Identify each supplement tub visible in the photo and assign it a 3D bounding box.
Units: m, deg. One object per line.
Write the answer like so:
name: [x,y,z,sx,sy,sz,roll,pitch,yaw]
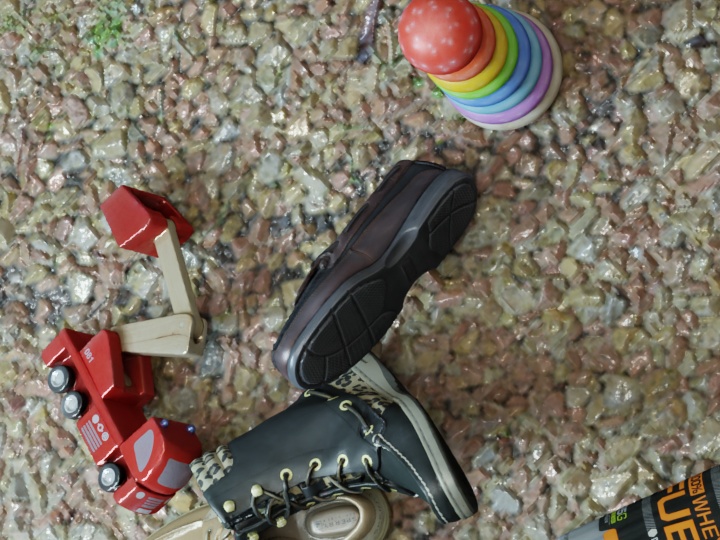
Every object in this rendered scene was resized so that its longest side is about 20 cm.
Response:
supplement tub: [0.232,0.194,1.632,0.200,0.123,0.123,-26,80,11]

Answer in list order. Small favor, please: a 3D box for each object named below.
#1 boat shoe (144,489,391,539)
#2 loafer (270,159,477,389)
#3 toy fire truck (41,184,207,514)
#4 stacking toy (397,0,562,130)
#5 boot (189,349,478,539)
boat shoe: [-0.080,0.189,1.752,0.200,0.065,0.071,-21,81,13]
loafer: [0.000,0.000,1.717,0.063,0.072,0.200,26,61,32]
toy fire truck: [-0.153,0.055,1.769,0.141,0.049,0.200,-44,57,21]
stacking toy: [0.075,-0.146,1.660,0.085,0.200,0.085,-1,86,16]
boot: [-0.019,0.141,1.671,0.154,0.204,0.074,-32,121,-6]
